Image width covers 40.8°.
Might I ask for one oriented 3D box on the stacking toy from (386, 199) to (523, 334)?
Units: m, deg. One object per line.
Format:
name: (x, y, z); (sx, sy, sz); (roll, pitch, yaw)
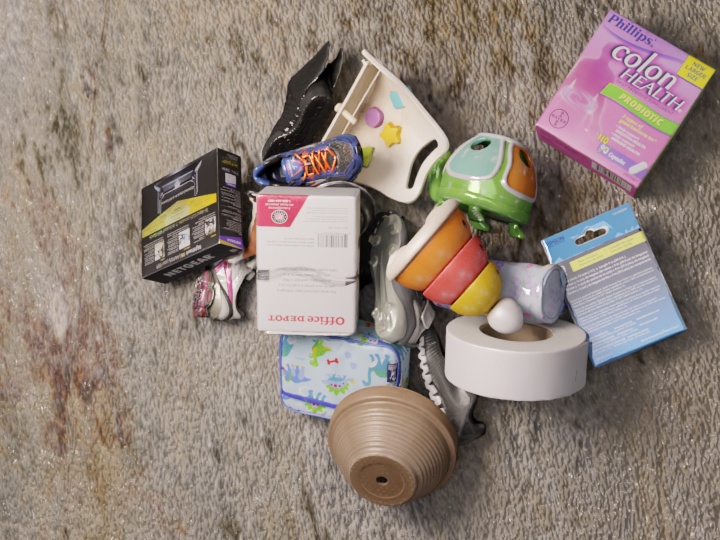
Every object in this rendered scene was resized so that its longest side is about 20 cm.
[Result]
stacking toy: (0.148, 0.013, 1.349); (0.200, 0.146, 0.146); (42, 96, 1)

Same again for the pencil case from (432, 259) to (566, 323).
pencil case: (0.200, 0.022, 1.420); (0.198, 0.083, 0.091); (6, 60, 34)

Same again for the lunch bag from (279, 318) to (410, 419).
lunch bag: (-0.025, 0.155, 1.475); (0.198, 0.083, 0.163); (13, 116, 14)

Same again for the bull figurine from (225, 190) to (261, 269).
bull figurine: (-0.131, -0.025, 1.491); (0.121, 0.065, 0.201); (-44, 78, 27)

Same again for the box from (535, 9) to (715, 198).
box: (0.385, -0.242, 1.419); (0.175, 0.097, 0.201); (35, 94, 13)

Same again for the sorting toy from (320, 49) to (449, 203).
sorting toy: (0.042, -0.201, 1.470); (0.180, 0.107, 0.201); (42, 120, 15)

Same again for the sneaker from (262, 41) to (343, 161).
sneaker: (-0.093, -0.261, 1.542); (0.200, 0.060, 0.105); (-45, 39, 33)

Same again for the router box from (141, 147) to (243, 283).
router box: (-0.268, -0.083, 1.525); (0.199, 0.052, 0.159); (-20, 66, 39)

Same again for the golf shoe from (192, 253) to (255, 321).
golf shoe: (-0.215, -0.018, 1.567); (0.091, 0.073, 0.203); (9, 83, -18)

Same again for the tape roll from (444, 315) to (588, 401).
tape roll: (0.220, 0.118, 1.373); (0.200, 0.202, 0.072); (5, 103, 13)

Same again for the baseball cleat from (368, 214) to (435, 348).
baseball cleat: (0.062, 0.019, 1.449); (0.069, 0.106, 0.202); (-19, 58, 44)

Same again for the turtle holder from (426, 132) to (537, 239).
turtle holder: (0.185, -0.132, 1.450); (0.140, 0.185, 0.133); (17, 91, -18)

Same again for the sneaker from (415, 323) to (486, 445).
sneaker: (0.141, 0.170, 1.465); (0.089, 0.066, 0.202); (-15, 86, 8)

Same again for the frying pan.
frying pan: (-0.062, -0.100, 1.439); (0.189, 0.031, 0.115); (28, 124, -26)

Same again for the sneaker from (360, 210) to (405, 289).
sneaker: (0.001, 0.001, 1.510); (0.103, 0.060, 0.202); (11, 85, 18)

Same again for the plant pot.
plant pot: (0.040, 0.275, 1.415); (0.198, 0.093, 0.203); (8, 123, 12)

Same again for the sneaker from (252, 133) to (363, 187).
sneaker: (-0.079, -0.152, 1.442); (0.198, 0.078, 0.076); (-14, 91, 36)

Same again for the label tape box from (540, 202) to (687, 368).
label tape box: (0.369, 0.023, 1.421); (0.142, 0.066, 0.202); (-24, 78, 10)

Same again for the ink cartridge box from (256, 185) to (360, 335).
ink cartridge box: (-0.073, -0.015, 1.398); (0.143, 0.083, 0.203); (2, 103, 3)
